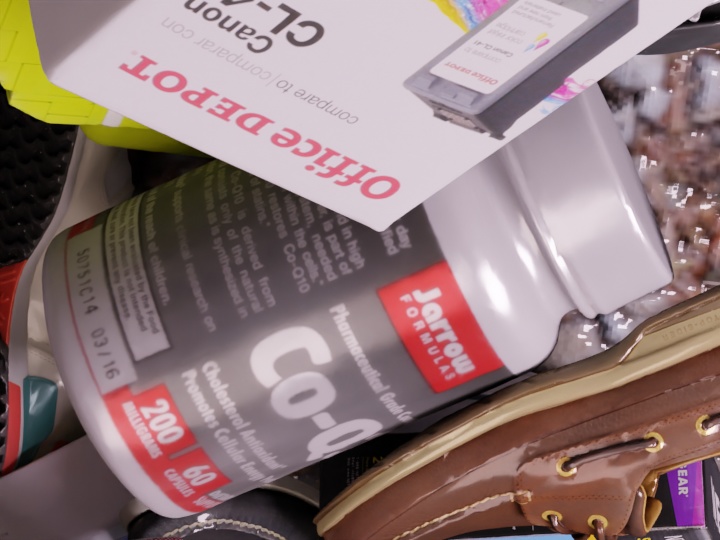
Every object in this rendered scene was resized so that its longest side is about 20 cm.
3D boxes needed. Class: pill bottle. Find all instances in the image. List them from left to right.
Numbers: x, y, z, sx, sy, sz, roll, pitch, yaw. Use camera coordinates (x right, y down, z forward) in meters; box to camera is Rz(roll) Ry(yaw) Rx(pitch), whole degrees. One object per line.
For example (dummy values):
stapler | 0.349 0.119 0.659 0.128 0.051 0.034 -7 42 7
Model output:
pill bottle | 0.000 0.000 0.733 0.200 0.114 0.114 -24 124 11

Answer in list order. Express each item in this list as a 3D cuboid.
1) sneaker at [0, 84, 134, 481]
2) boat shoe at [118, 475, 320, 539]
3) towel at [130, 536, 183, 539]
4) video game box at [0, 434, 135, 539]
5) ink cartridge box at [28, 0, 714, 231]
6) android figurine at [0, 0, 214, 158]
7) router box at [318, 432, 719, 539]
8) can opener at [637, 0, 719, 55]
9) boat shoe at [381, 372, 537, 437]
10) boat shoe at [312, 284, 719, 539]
sneaker | -0.118 -0.011 0.837 0.070 0.093 0.200 27 113 32
boat shoe | -0.032 0.137 0.853 0.072 0.068 0.200 -25 145 10
towel | -0.156 0.162 0.792 0.146 0.030 0.200 -9 153 -29
video game box | -0.156 0.146 0.882 0.200 0.047 0.182 -27 155 -14
ink cartridge box | 0.022 -0.112 0.591 0.200 0.086 0.148 -36 140 30
android figurine | -0.045 -0.098 0.705 0.200 0.041 0.182 2 144 -24
router box | 0.080 0.116 0.864 0.149 0.051 0.200 -5 157 15
can opener | 0.167 -0.104 0.714 0.200 0.053 0.066 3 166 10
boat shoe | 0.028 0.045 0.849 0.200 0.065 0.074 9 158 -23
boat shoe | 0.079 0.066 0.733 0.200 0.072 0.068 -26 83 10
